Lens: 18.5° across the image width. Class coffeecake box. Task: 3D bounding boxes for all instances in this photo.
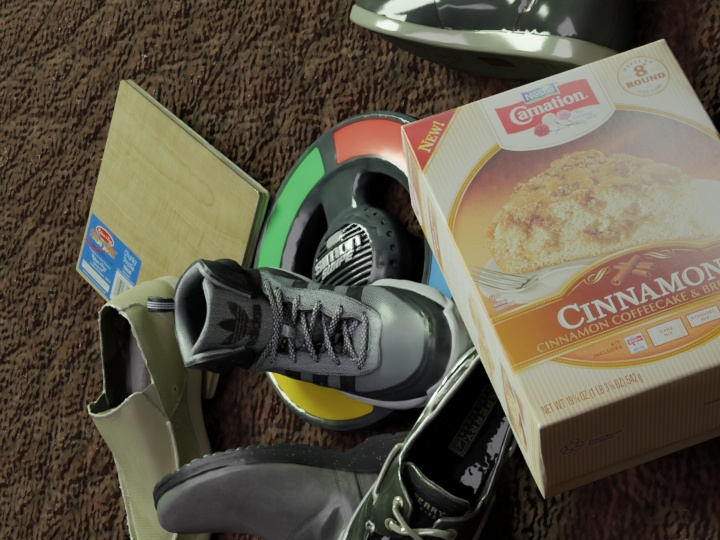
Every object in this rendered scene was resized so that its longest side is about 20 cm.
[{"bbox_3d":[0.126,-0.005,1.137,0.073,0.153,0.201,80,169,-55],"label":"coffeecake box"}]

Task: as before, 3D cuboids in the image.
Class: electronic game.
[{"bbox_3d":[0.000,0.000,1.366,0.200,0.041,0.201,-16,68,46],"label":"electronic game"}]

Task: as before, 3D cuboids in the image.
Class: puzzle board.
[{"bbox_3d":[-0.131,-0.025,1.525,0.200,0.017,0.151,40,121,47],"label":"puzzle board"}]

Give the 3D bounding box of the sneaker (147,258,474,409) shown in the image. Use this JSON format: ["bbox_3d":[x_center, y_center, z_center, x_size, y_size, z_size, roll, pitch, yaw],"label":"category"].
[{"bbox_3d":[-0.035,0.037,1.288,0.199,0.114,0.076,8,92,43],"label":"sneaker"}]

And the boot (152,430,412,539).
[{"bbox_3d":[-0.025,0.168,1.271,0.199,0.070,0.132,-9,68,14],"label":"boot"}]

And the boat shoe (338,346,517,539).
[{"bbox_3d":[0.035,0.127,1.207,0.070,0.064,0.201,26,87,6],"label":"boat shoe"}]

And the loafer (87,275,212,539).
[{"bbox_3d":[-0.143,0.104,1.468,0.076,0.068,0.201,-14,78,50],"label":"loafer"}]

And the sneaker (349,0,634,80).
[{"bbox_3d":[0.086,-0.172,1.300,0.199,0.075,0.107,13,85,40],"label":"sneaker"}]
